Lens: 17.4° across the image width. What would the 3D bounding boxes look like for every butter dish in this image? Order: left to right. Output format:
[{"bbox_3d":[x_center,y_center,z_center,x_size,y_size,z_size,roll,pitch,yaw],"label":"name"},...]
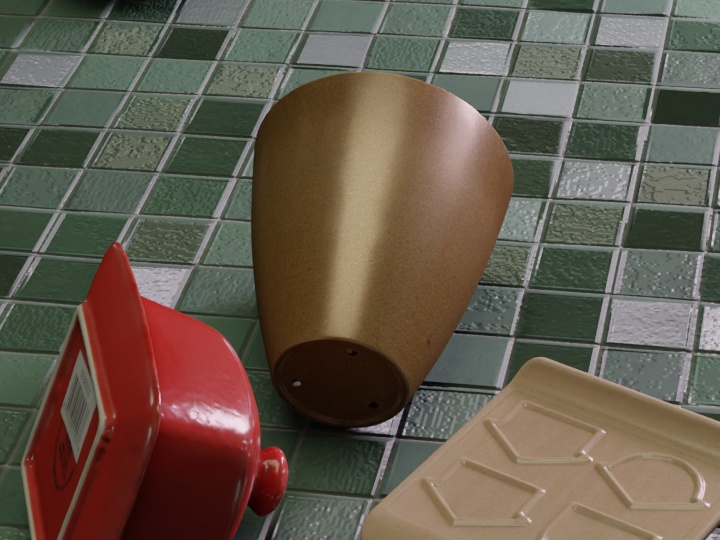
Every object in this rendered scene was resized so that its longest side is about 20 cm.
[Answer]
[{"bbox_3d":[-0.115,0.118,1.439,0.147,0.200,0.200,12,28,-20],"label":"butter dish"}]

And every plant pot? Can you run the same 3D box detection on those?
[{"bbox_3d":[0.000,0.000,1.598,0.185,0.187,0.201,3,48,10],"label":"plant pot"}]

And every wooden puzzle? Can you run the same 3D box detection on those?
[{"bbox_3d":[0.127,0.149,1.462,0.185,0.046,0.200,19,44,31],"label":"wooden puzzle"}]
